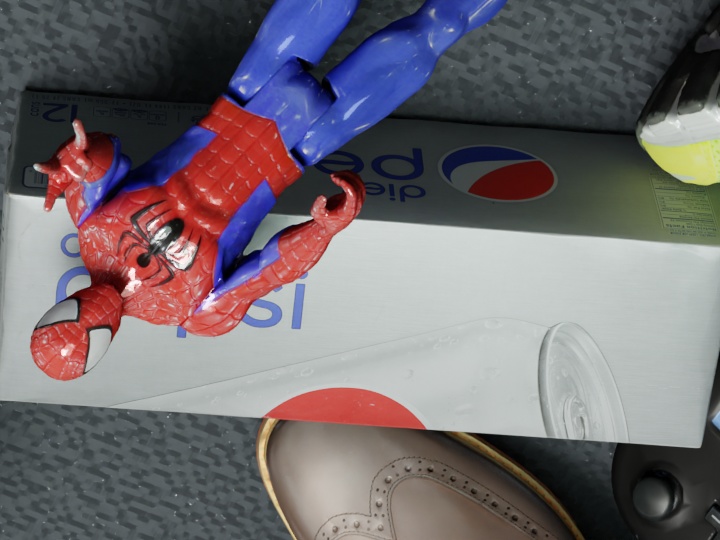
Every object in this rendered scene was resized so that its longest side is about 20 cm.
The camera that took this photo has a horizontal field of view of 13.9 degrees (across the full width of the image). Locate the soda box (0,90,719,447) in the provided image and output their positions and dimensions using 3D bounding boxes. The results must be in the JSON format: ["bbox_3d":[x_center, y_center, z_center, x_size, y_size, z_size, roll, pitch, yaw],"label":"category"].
[{"bbox_3d":[0.000,0.000,0.820,0.199,0.064,0.068,4,119,-5],"label":"soda box"}]

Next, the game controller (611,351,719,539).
[{"bbox_3d":[0.155,0.023,0.829,0.042,0.104,0.200,5,128,-50],"label":"game controller"}]

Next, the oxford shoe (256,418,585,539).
[{"bbox_3d":[0.044,0.109,0.848,0.071,0.073,0.200,-45,86,7],"label":"oxford shoe"}]

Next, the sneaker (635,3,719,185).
[{"bbox_3d":[0.160,-0.044,0.761,0.200,0.078,0.090,-12,123,42],"label":"sneaker"}]

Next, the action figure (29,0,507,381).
[{"bbox_3d":[-0.012,-0.049,0.732,0.065,0.099,0.200,42,88,-2],"label":"action figure"}]
